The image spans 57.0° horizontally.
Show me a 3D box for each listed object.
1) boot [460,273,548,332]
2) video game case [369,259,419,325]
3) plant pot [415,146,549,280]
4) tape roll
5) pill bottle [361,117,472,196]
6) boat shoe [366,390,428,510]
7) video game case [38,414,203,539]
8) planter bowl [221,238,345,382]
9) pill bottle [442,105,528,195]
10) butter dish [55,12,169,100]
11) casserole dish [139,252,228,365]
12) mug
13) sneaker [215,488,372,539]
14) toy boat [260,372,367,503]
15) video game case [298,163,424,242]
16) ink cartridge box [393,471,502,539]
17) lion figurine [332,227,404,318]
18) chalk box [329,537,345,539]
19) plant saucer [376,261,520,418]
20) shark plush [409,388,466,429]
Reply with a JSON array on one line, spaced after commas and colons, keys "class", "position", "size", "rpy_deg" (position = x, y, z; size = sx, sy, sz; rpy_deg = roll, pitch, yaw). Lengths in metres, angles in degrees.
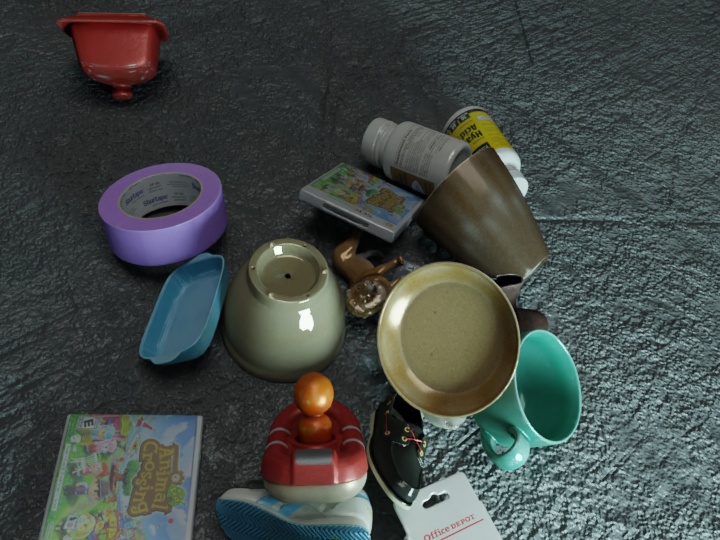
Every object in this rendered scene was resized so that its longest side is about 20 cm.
[{"class": "boot", "position": [0.217, 0.063, 0.987], "size": [0.193, 0.168, 0.074], "rpy_deg": [-6, 59, -14]}, {"class": "video game case", "position": [0.129, 0.071, 1.090], "size": [0.195, 0.019, 0.144], "rpy_deg": [23, 50, 10]}, {"class": "plant pot", "position": [0.226, -0.070, 1.139], "size": [0.185, 0.188, 0.201], "rpy_deg": [-31, 74, -32]}, {"class": "tape roll", "position": [-0.317, -0.096, 1.075], "size": [0.193, 0.067, 0.203], "rpy_deg": [-3, 38, 2]}, {"class": "pill bottle", "position": [0.103, -0.215, 1.252], "size": [0.196, 0.117, 0.114], "rpy_deg": [27, 49, 28]}, {"class": "boat shoe", "position": [0.051, 0.222, 0.852], "size": [0.073, 0.063, 0.202], "rpy_deg": [42, 14, -12]}, {"class": "video game case", "position": [-0.293, 0.275, 0.826], "size": [0.176, 0.022, 0.204], "rpy_deg": [3, 50, -9]}, {"class": "planter bowl", "position": [-0.110, 0.042, 0.987], "size": [0.193, 0.137, 0.205], "rpy_deg": [6, 49, -6]}, {"class": "pill bottle", "position": [0.245, -0.216, 1.294], "size": [0.108, 0.113, 0.203], "rpy_deg": [-11, 53, -20]}, {"class": "butter dish", "position": [-0.473, -0.412, 1.300], "size": [0.193, 0.153, 0.199], "rpy_deg": [-4, 10, -13]}, {"class": "casserole dish", "position": [-0.252, 0.061, 0.977], "size": [0.118, 0.039, 0.204], "rpy_deg": [-15, 43, 23]}, {"class": "mug", "position": [0.212, 0.175, 0.930], "size": [0.182, 0.113, 0.157], "rpy_deg": [-15, 85, -41]}, {"class": "sneaker", "position": [-0.081, 0.302, 0.822], "size": [0.193, 0.079, 0.081], "rpy_deg": [8, 25, 1]}, {"class": "toy boat", "position": [-0.057, 0.194, 0.827], "size": [0.126, 0.136, 0.200], "rpy_deg": [-1, 4, -4]}, {"class": "video game case", "position": [0.008, -0.126, 1.172], "size": [0.178, 0.023, 0.200], "rpy_deg": [26, 28, 10]}, {"class": "ink cartridge box", "position": [0.122, 0.367, 0.804], "size": [0.113, 0.068, 0.203], "rpy_deg": [-14, 55, -21]}, {"class": "lion figurine", "position": [0.000, 0.000, 1.092], "size": [0.120, 0.074, 0.200], "rpy_deg": [-25, 36, -16]}, {"class": "chalk box", "position": [0.006, 0.380, 0.705], "size": [0.196, 0.126, 0.126], "rpy_deg": [-9, 35, 38]}, {"class": "plant saucer", "position": [0.118, 0.092, 0.891], "size": [0.197, 0.204, 0.035], "rpy_deg": [32, 11, 17]}, {"class": "shark plush", "position": [0.099, 0.146, 0.975], "size": [0.088, 0.085, 0.204], "rpy_deg": [-6, 51, -16]}]
